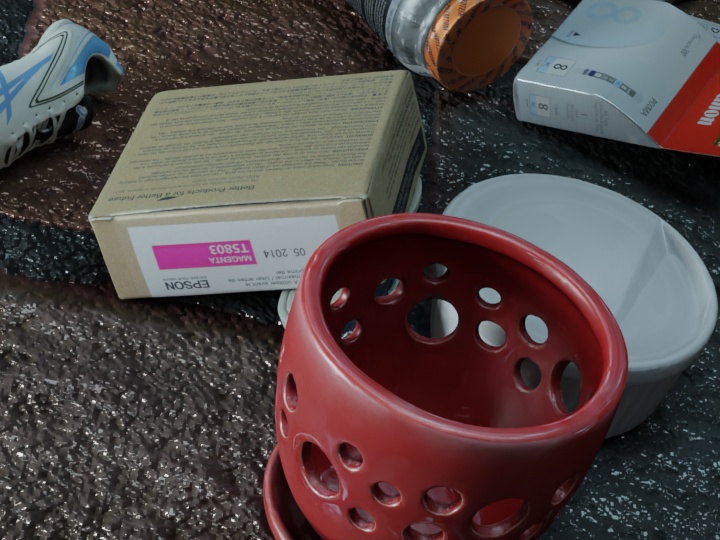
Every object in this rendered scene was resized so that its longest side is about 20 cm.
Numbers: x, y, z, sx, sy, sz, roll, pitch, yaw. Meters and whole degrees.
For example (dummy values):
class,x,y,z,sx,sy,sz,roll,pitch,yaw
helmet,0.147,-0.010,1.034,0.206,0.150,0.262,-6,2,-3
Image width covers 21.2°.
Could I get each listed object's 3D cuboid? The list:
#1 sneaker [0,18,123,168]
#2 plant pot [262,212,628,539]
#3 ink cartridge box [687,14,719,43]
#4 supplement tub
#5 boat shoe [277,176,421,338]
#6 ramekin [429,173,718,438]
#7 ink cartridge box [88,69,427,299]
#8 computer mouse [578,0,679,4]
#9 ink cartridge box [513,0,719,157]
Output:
class,x,y,z,sx,sy,sz,roll,pitch,yaw
sneaker,-0.239,-0.115,1.392,0.072,0.072,0.200,31,44,5
plant pot,0.042,0.094,1.152,0.198,0.184,0.201,9,40,-8
ink cartridge box,0.293,-0.153,1.650,0.094,0.037,0.201,17,37,1
supplement tub,0.051,-0.246,1.605,0.122,0.123,0.200,-12,47,-31
boat shoe,0.000,0.000,1.336,0.074,0.062,0.201,-2,35,18
ramekin,0.139,0.031,1.332,0.200,0.095,0.203,10,39,-8
ink cartridge box,-0.066,-0.060,1.326,0.198,0.076,0.165,-3,36,17
computer mouse,0.271,-0.280,1.785,0.109,0.044,0.199,39,44,27
ink cartridge box,0.248,-0.163,1.582,0.198,0.048,0.160,13,40,28
